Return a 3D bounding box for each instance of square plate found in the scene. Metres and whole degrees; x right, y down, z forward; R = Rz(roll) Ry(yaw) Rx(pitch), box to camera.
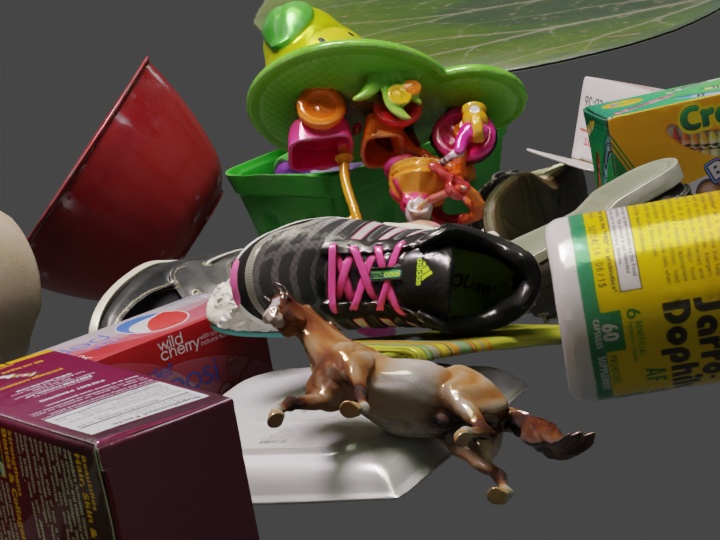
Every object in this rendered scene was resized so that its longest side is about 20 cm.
[{"bbox_3d":[-0.026,0.093,1.577,0.199,0.029,0.198,-3,15,27],"label":"square plate"}]

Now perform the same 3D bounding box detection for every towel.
[{"bbox_3d":[0.062,0.048,1.623,0.086,0.018,0.199,2,4,39],"label":"towel"}]

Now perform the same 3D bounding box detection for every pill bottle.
[{"bbox_3d":[0.214,0.009,1.560,0.198,0.114,0.113,-9,13,4],"label":"pill bottle"}]

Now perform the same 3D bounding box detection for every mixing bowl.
[{"bbox_3d":[-0.174,-0.052,2.018,0.108,0.201,0.200,33,12,-7],"label":"mixing bowl"}]

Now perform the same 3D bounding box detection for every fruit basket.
[{"bbox_3d":[-0.003,-0.110,2.030,0.215,0.217,0.155,-22,17,-40],"label":"fruit basket"}]

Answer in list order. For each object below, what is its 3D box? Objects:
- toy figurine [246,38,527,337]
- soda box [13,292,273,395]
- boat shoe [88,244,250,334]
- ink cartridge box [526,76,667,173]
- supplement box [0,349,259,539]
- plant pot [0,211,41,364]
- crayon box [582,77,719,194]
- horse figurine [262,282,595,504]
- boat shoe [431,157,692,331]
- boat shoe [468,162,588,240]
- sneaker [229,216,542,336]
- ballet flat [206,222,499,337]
[{"bbox_3d":[0.022,-0.042,1.821,0.198,0.185,0.150,-1,-30,-3],"label":"toy figurine"},{"bbox_3d":[-0.153,0.073,1.681,0.199,0.064,0.070,-20,17,-38],"label":"soda box"},{"bbox_3d":[-0.109,0.023,1.832,0.067,0.072,0.199,-4,12,41],"label":"boat shoe"},{"bbox_3d":[0.235,-0.097,1.946,0.199,0.068,0.116,6,7,-23],"label":"ink cartridge box"},{"bbox_3d":[-0.143,0.116,1.390,0.085,0.111,0.199,-18,16,-32],"label":"supplement box"},{"bbox_3d":[-0.324,0.021,1.802,0.199,0.202,0.183,-1,5,33],"label":"plant pot"},{"bbox_3d":[0.264,-0.074,1.848,0.198,0.120,0.058,-13,13,-10],"label":"crayon box"},{"bbox_3d":[0.029,0.074,1.473,0.199,0.050,0.133,17,17,0],"label":"horse figurine"},{"bbox_3d":[0.135,-0.001,1.754,0.200,0.061,0.072,-29,13,0],"label":"boat shoe"},{"bbox_3d":[0.113,-0.038,1.938,0.066,0.072,0.201,-10,7,24],"label":"boat shoe"},{"bbox_3d":[0.022,0.003,1.598,0.198,0.074,0.087,3,-5,-15],"label":"sneaker"},{"bbox_3d":[0.000,0.000,1.679,0.198,0.072,0.072,-2,12,-8],"label":"ballet flat"}]
